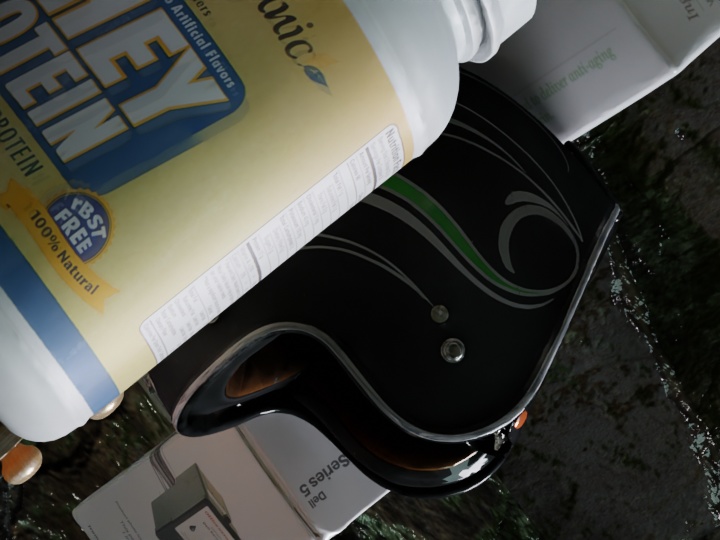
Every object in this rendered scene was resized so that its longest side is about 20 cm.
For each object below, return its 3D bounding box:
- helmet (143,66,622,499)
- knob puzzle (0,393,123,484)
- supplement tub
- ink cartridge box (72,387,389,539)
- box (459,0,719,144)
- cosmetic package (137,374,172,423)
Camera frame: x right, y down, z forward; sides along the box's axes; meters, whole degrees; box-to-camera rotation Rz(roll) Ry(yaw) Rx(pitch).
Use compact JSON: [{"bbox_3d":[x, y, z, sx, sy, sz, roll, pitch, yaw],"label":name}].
[{"bbox_3d":[0.000,0.000,1.118,0.201,0.190,0.200,-63,175,-11],"label":"helmet"},{"bbox_3d":[-0.166,0.095,1.073,0.219,0.030,0.220,-42,-175,4],"label":"knob puzzle"},{"bbox_3d":[-0.062,-0.062,0.741,0.200,0.145,0.145,-39,-176,-8],"label":"supplement tub"},{"bbox_3d":[-0.038,0.093,1.288,0.145,0.084,0.200,-36,180,-35],"label":"ink cartridge box"},{"bbox_3d":[0.089,-0.180,1.175,0.171,0.201,0.199,-38,-176,-31],"label":"box"},{"bbox_3d":[-0.119,-0.027,1.326,0.071,0.201,0.105,-39,-175,-30],"label":"cosmetic package"}]
